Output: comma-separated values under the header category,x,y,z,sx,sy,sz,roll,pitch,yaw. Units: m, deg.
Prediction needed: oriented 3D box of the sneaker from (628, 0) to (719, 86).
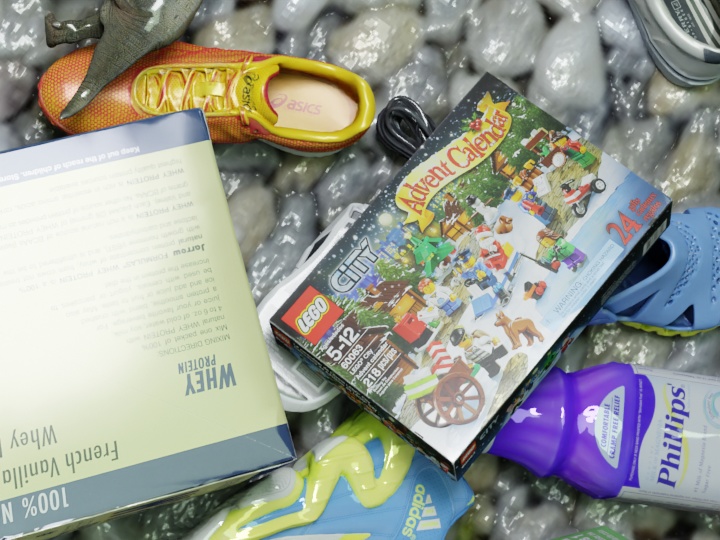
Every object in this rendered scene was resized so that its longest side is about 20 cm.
category,x,y,z,sx,sy,sz,roll,pitch,yaw
sneaker,0.184,-0.213,1.319,0.073,0.071,0.200,-32,89,-17

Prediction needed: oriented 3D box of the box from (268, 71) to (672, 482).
category,x,y,z,sx,sy,sz,roll,pitch,yaw
box,0.064,0.001,1.195,0.136,0.038,0.200,36,75,17

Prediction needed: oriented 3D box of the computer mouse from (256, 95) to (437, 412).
category,x,y,z,sx,sy,sz,roll,pitch,yaw
computer mouse,0.000,0.000,1.249,0.110,0.044,0.200,42,75,0

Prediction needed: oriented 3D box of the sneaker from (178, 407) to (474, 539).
category,x,y,z,sx,sy,sz,roll,pitch,yaw
sneaker,-0.015,0.153,1.203,0.200,0.076,0.105,-33,90,-18

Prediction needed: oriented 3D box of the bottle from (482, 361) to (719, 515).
category,x,y,z,sx,sy,sz,roll,pitch,yaw
bottle,0.159,0.097,1.260,0.199,0.065,0.084,10,79,-12

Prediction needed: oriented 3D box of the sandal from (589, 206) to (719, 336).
category,x,y,z,sx,sy,sz,roll,pitch,yaw
sandal,0.175,-0.001,1.273,0.199,0.087,0.080,-8,80,-17

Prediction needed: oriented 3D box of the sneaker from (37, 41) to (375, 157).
category,x,y,z,sx,sy,sz,roll,pitch,yaw
sneaker,-0.088,-0.107,1.231,0.199,0.077,0.073,0,82,-12

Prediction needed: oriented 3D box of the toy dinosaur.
category,x,y,z,sx,sy,sz,roll,pitch,yaw
toy dinosaur,-0.124,-0.168,1.205,0.102,0.077,0.200,4,41,21

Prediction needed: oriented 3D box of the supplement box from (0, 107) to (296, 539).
category,x,y,z,sx,sy,sz,roll,pitch,yaw
supplement box,-0.164,0.040,1.155,0.199,0.134,0.201,-14,84,-16

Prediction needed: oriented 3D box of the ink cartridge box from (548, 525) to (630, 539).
category,x,y,z,sx,sy,sz,roll,pitch,yaw
ink cartridge box,0.073,0.243,1.185,0.199,0.084,0.145,-12,102,-16
